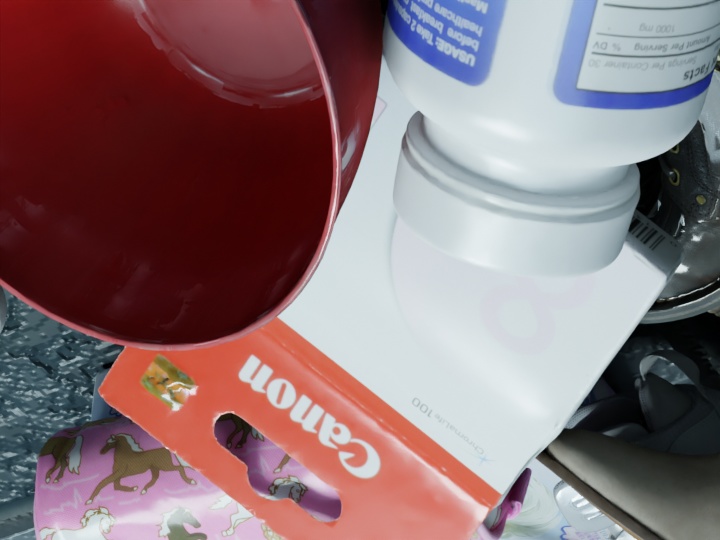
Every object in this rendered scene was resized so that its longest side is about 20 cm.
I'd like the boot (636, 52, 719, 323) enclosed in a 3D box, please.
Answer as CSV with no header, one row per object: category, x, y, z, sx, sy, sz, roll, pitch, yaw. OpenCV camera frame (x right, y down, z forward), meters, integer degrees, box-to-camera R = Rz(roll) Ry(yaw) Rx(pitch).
boot,0.108,-0.079,1.081,0.174,0.069,0.200,32,129,-23

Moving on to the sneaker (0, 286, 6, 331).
sneaker,-0.232,0.037,1.241,0.199,0.076,0.077,-17,159,23

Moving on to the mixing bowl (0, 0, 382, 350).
mixing bowl,-0.067,-0.085,1.012,0.199,0.108,0.201,18,127,25

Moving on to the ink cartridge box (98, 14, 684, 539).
ink cartridge box,0.003,0.023,1.105,0.162,0.057,0.200,37,108,6

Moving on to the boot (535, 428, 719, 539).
boot,0.187,0.072,1.133,0.200,0.070,0.147,35,96,-5

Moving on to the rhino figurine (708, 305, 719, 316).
rhino figurine,0.224,0.030,1.199,0.087,0.060,0.200,-22,136,31

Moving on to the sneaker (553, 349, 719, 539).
sneaker,0.113,0.125,1.221,0.115,0.075,0.200,34,111,-8

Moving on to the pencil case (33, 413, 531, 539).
pencil case,-0.034,0.088,1.204,0.199,0.083,0.086,-14,163,19

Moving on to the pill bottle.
pill bottle,0.069,-0.104,0.955,0.111,0.112,0.201,9,118,-7

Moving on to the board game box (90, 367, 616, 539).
board game box,0.017,0.085,1.292,0.199,0.041,0.200,-20,135,25
